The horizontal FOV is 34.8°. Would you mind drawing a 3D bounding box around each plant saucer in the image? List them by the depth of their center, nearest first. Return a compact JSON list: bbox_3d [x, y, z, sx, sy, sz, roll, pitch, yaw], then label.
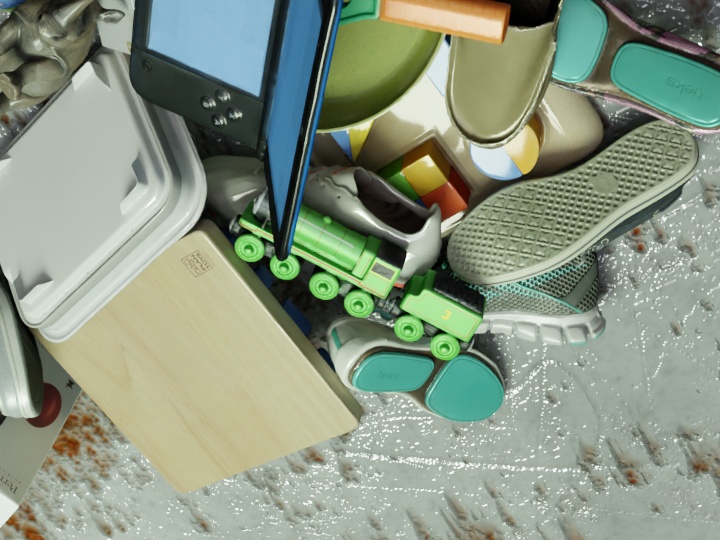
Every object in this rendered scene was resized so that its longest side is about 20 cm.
[{"bbox_3d":[-0.030,-0.193,0.757,0.198,0.031,0.202,6,107,18],"label":"plant saucer"}]

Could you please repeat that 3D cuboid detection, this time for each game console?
[{"bbox_3d":[-0.081,-0.137,0.682,0.170,0.119,0.201,24,131,10],"label":"game console"}]

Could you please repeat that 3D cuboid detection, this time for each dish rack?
[{"bbox_3d":[-0.212,-0.062,0.858,0.200,0.173,0.043,-39,152,26],"label":"dish rack"}]

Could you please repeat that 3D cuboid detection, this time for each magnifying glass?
[{"bbox_3d":[-0.005,-0.173,0.718,0.198,0.022,0.080,15,131,13],"label":"magnifying glass"}]

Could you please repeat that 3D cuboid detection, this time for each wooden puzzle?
[{"bbox_3d":[0.053,-0.114,0.856,0.199,0.046,0.186,-31,111,22],"label":"wooden puzzle"}]

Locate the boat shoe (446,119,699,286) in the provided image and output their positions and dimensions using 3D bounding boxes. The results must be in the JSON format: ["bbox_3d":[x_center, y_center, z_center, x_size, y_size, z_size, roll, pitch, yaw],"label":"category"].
[{"bbox_3d":[0.159,-0.042,0.855,0.199,0.075,0.062,-28,156,4],"label":"boat shoe"}]

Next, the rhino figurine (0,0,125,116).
[{"bbox_3d":[-0.225,-0.158,0.805,0.199,0.087,0.060,-19,108,54],"label":"rhino figurine"}]

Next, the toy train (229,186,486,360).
[{"bbox_3d":[0.000,0.000,0.830,0.199,0.042,0.057,27,123,-5],"label":"toy train"}]

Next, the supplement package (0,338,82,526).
[{"bbox_3d":[-0.356,0.116,0.948,0.191,0.201,0.147,38,117,-15],"label":"supplement package"}]

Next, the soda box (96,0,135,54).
[{"bbox_3d":[-0.158,-0.251,0.780,0.068,0.063,0.202,25,134,46],"label":"soda box"}]

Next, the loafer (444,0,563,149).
[{"bbox_3d":[0.094,-0.162,0.743,0.076,0.067,0.201,23,127,14],"label":"loafer"}]

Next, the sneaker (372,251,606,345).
[{"bbox_3d":[0.097,0.003,0.913,0.198,0.078,0.092,3,104,1],"label":"sneaker"}]

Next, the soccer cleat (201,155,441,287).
[{"bbox_3d":[-0.031,-0.055,0.863,0.198,0.070,0.078,20,136,5],"label":"soccer cleat"}]

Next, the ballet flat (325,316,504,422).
[{"bbox_3d":[0.046,0.074,0.937,0.069,0.070,0.199,-41,143,25],"label":"ballet flat"}]

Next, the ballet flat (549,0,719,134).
[{"bbox_3d":[0.174,-0.152,0.797,0.199,0.071,0.070,26,112,12],"label":"ballet flat"}]

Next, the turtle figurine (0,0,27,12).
[{"bbox_3d":[-0.293,-0.265,0.759,0.198,0.144,0.196,4,116,1],"label":"turtle figurine"}]

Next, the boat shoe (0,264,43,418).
[{"bbox_3d":[-0.304,0.032,0.909,0.064,0.203,0.075,-24,160,-10],"label":"boat shoe"}]

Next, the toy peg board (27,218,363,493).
[{"bbox_3d":[-0.121,0.053,0.927,0.198,0.098,0.200,-25,114,30],"label":"toy peg board"}]
